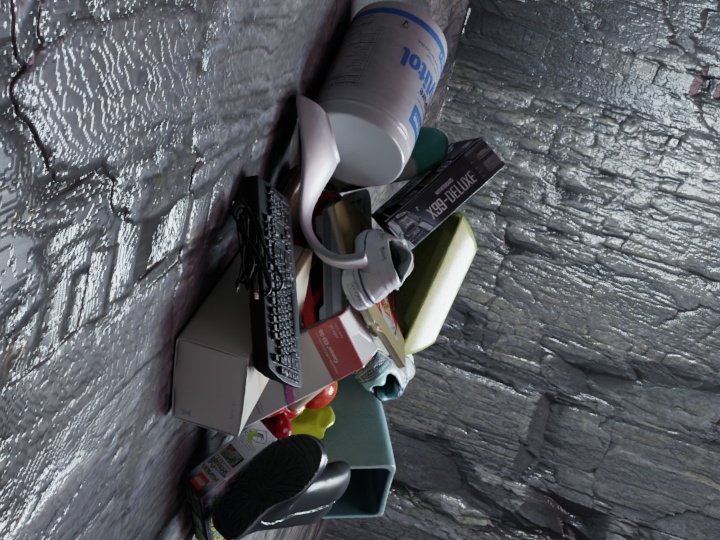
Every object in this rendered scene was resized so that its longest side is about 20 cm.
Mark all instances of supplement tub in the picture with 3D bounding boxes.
[{"bbox_3d":[0.020,-0.216,1.122,0.132,0.132,0.200,97,11,-59],"label":"supplement tub"}]

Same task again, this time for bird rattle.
[{"bbox_3d":[-0.087,0.165,1.240,0.163,0.113,0.200,-42,166,3],"label":"bird rattle"}]

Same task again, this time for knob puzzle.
[{"bbox_3d":[0.000,0.000,1.147,0.220,0.030,0.220,-20,90,-75],"label":"knob puzzle"}]

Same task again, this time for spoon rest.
[{"bbox_3d":[-0.045,-0.094,0.994,0.099,0.061,0.200,77,-2,-75],"label":"spoon rest"}]

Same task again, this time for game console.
[{"bbox_3d":[-0.052,-0.004,1.283,0.200,0.031,0.177,-60,148,-62],"label":"game console"}]

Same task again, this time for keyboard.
[{"bbox_3d":[-0.077,0.005,0.869,0.104,0.040,0.200,29,49,-57],"label":"keyboard"}]

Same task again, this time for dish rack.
[{"bbox_3d":[-0.022,-0.007,1.253,0.172,0.044,0.200,-33,122,-74],"label":"dish rack"}]

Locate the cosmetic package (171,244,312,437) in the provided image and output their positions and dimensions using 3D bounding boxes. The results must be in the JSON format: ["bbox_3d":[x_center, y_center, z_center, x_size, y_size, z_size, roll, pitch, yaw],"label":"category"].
[{"bbox_3d":[-0.116,0.059,0.934,0.200,0.073,0.104,-66,170,-54],"label":"cosmetic package"}]

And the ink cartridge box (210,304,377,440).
[{"bbox_3d":[-0.088,0.116,1.071,0.068,0.200,0.116,62,10,0],"label":"ink cartridge box"}]

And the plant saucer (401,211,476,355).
[{"bbox_3d":[0.092,0.014,1.265,0.200,0.048,0.200,-65,-168,5],"label":"plant saucer"}]

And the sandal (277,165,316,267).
[{"bbox_3d":[-0.077,-0.032,1.108,0.082,0.055,0.200,-63,168,-58],"label":"sandal"}]

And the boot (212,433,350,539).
[{"bbox_3d":[-0.062,0.252,1.104,0.165,0.066,0.200,-40,155,17],"label":"boot"}]

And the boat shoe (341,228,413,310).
[{"bbox_3d":[0.031,-0.006,1.076,0.200,0.067,0.074,-71,138,-68],"label":"boat shoe"}]

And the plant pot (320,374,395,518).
[{"bbox_3d":[-0.059,0.254,1.433,0.196,0.196,0.200,98,-10,-54],"label":"plant pot"}]

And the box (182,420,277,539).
[{"bbox_3d":[-0.152,0.264,1.109,0.110,0.035,0.200,-35,155,-26],"label":"box"}]

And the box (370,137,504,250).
[{"bbox_3d":[0.095,-0.102,1.211,0.158,0.050,0.200,-42,-173,1],"label":"box"}]

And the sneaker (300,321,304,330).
[{"bbox_3d":[-0.088,0.073,1.302,0.200,0.075,0.087,-51,137,-72],"label":"sneaker"}]

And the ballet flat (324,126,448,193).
[{"bbox_3d":[0.022,-0.133,1.194,0.070,0.200,0.067,-53,125,-41],"label":"ballet flat"}]

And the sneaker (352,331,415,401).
[{"bbox_3d":[0.034,0.157,1.368,0.200,0.078,0.086,29,33,-62],"label":"sneaker"}]
